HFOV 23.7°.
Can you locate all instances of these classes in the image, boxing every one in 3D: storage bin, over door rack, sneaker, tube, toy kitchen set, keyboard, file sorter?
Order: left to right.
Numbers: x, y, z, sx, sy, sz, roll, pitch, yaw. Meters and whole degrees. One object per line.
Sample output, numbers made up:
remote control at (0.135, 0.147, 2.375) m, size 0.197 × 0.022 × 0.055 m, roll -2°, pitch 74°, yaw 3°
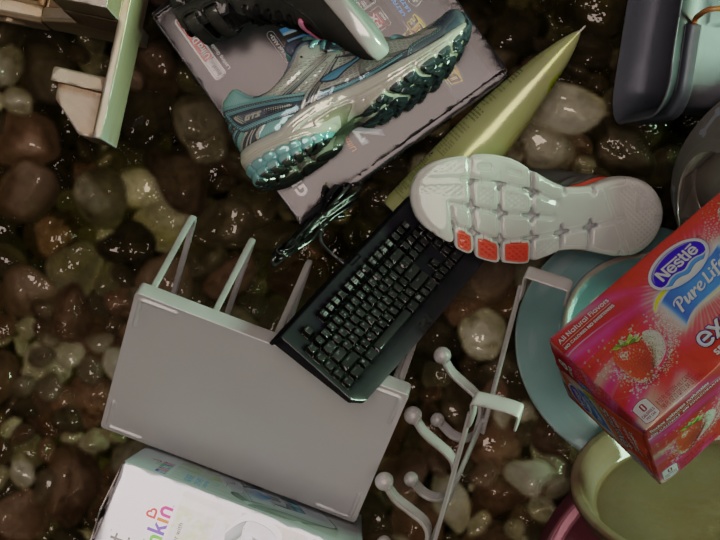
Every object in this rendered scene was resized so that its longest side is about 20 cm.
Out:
toy kitchen set at (-0.249, -0.187, 1.238) m, size 0.180 × 0.200 × 0.163 m, roll 11°, pitch 89°, yaw 0°
sneaker at (-0.069, -0.187, 1.236) m, size 0.200 × 0.071 × 0.099 m, roll 43°, pitch 94°, yaw 26°
file sorter at (-0.066, 0.065, 1.257) m, size 0.200 × 0.125 × 0.139 m, roll 20°, pitch 129°, yaw 0°
sneaker at (-0.012, -0.145, 1.256) m, size 0.200 × 0.078 × 0.086 m, roll -32°, pitch 80°, yaw -3°
keyboard at (0.000, 0.000, 1.211) m, size 0.127 × 0.021 × 0.200 m, roll 37°, pitch 45°, yaw 5°
over door rack at (0.070, 0.099, 1.218) m, size 0.067 × 0.200 × 0.148 m, roll 27°, pitch 45°, yaw 1°
tube at (0.102, -0.109, 1.305) m, size 0.200 × 0.058 × 0.052 m, roll -49°, pitch 132°, yaw 3°
sneaker at (0.123, -0.045, 1.284) m, size 0.200 × 0.082 × 0.077 m, roll 8°, pitch 96°, yaw -20°
storage bin at (0.284, -0.201, 1.279) m, size 0.134 × 0.146 × 0.200 m, roll 8°, pitch 90°, yaw -10°

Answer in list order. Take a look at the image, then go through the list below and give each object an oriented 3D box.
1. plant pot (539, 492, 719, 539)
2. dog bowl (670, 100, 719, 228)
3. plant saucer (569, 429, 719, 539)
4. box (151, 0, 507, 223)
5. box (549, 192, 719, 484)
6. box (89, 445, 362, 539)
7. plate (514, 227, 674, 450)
plant pot at (0.232, 0.242, 1.247) m, size 0.200 × 0.179 × 0.200 m, roll 0°, pitch 89°, yaw -1°
dog bowl at (0.321, -0.064, 1.260) m, size 0.200 × 0.059 × 0.200 m, roll -9°, pitch 132°, yaw -10°
plant saucer at (0.243, 0.156, 1.170) m, size 0.200 × 0.200 × 0.029 m, roll -3°, pitch 116°, yaw 0°
box at (-0.023, -0.171, 1.316) m, size 0.198 × 0.050 × 0.200 m, roll -35°, pitch 89°, yaw -1°
box at (0.238, 0.035, 1.165) m, size 0.200 × 0.095 × 0.100 m, roll -40°, pitch 56°, yaw -8°
box at (-0.096, 0.202, 1.237) m, size 0.176 × 0.200 × 0.097 m, roll 21°, pitch 89°, yaw 1°
plate at (0.217, 0.053, 1.291) m, size 0.200 × 0.026 × 0.200 m, roll 1°, pitch 69°, yaw -3°
